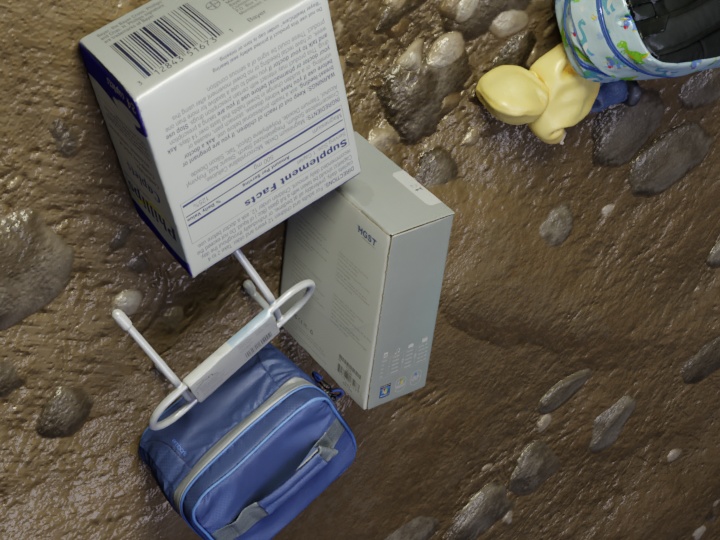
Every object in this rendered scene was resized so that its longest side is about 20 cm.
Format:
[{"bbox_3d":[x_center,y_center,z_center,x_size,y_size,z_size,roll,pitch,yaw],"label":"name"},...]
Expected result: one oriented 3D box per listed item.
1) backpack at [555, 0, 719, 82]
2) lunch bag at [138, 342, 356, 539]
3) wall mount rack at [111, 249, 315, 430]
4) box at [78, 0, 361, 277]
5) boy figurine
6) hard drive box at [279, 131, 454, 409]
[{"bbox_3d":[0.283,-0.254,1.582,0.200,0.152,0.165,-33,110,-55],"label":"backpack"},{"bbox_3d":[-0.098,0.176,1.600,0.200,0.132,0.136,-42,141,-7],"label":"lunch bag"},{"bbox_3d":[-0.138,0.047,1.472,0.200,0.075,0.174,-42,164,-8],"label":"wall mount rack"},{"bbox_3d":[-0.111,-0.132,1.351,0.183,0.105,0.201,-32,138,-19],"label":"box"},{"bbox_3d":[0.200,-0.179,1.642,0.198,0.064,0.125,-18,133,-32],"label":"boy figurine"},{"bbox_3d":[0.000,0.000,1.528,0.076,0.156,0.202,-19,134,-32],"label":"hard drive box"}]
